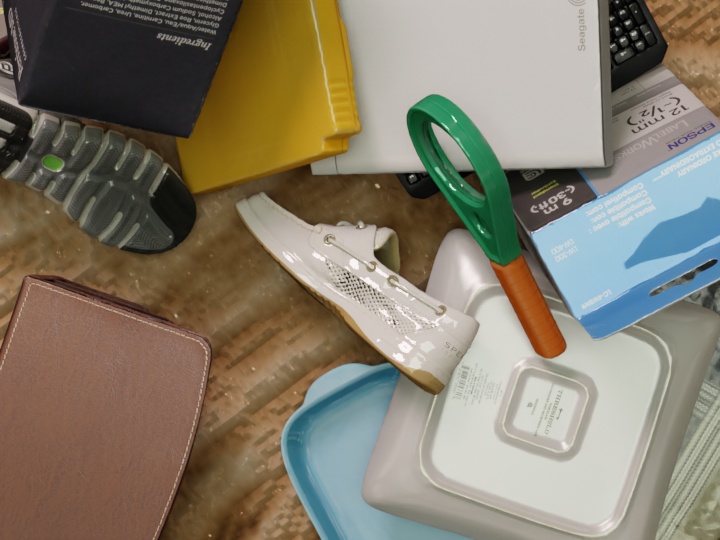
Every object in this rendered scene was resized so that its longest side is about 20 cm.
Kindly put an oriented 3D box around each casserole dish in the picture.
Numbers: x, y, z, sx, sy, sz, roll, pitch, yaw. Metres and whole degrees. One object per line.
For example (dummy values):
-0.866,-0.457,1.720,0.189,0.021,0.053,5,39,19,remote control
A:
0.028,0.156,1.350,0.121,0.039,0.200,-29,87,2,casserole dish

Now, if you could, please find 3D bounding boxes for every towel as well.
0.196,0.079,1.351,0.192,0.035,0.200,32,88,0,towel

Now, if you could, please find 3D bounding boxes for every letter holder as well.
-0.184,0.119,1.332,0.142,0.101,0.200,19,90,1,letter holder

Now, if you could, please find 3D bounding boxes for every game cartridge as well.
-0.075,-0.162,1.310,0.032,0.176,0.200,-10,89,-40,game cartridge

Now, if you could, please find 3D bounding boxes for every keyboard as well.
0.097,-0.134,1.296,0.200,0.040,0.104,-31,99,2,keyboard

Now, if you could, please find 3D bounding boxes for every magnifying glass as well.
0.084,-0.026,1.244,0.022,0.080,0.200,-35,119,-16,magnifying glass

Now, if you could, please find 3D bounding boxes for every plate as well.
0.122,0.093,1.316,0.200,0.032,0.200,18,88,2,plate

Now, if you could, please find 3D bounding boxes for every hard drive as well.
0.060,-0.130,1.264,0.200,0.027,0.132,0,96,21,hard drive

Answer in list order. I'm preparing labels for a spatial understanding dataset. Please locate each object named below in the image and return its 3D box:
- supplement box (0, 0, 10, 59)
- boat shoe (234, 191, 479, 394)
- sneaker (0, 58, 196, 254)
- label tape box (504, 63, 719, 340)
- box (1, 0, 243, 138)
-0.296,-0.237,1.363,0.109,0.061,0.200,-27,87,3,supplement box
0.000,0.000,1.322,0.200,0.071,0.069,40,89,24,boat shoe
-0.203,-0.092,1.351,0.200,0.116,0.075,30,109,-32,sneaker
0.172,-0.049,1.266,0.143,0.200,0.066,-28,116,1,label tape box
-0.142,-0.224,1.217,0.117,0.197,0.200,9,125,-22,box
